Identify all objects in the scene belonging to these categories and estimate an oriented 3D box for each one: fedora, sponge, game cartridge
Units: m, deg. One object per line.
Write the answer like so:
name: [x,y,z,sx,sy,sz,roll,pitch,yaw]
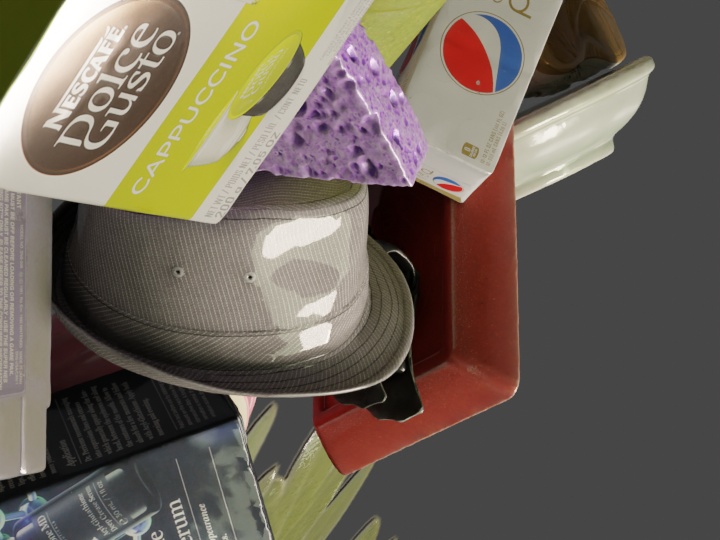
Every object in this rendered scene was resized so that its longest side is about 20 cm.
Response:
fedora: [-0.064,-0.022,1.194,0.177,0.199,0.090,-83,-177,-52]
sponge: [-0.076,-0.088,1.078,0.112,0.200,0.030,57,48,-44]
game cartridge: [-0.196,0.004,1.113,0.130,0.038,0.201,-7,100,-62]

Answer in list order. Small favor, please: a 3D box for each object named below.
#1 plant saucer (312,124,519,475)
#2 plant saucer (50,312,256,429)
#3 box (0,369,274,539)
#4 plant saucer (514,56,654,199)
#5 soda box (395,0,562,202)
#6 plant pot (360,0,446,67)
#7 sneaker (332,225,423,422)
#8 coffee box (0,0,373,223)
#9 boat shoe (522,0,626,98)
plant saucer: [0.025,0.006,1.450,0.037,0.200,0.200,13,155,-28]
plant saucer: [-0.143,0.094,1.390,0.200,0.051,0.201,-22,145,-16]
box: [-0.151,0.153,1.287,0.200,0.107,0.149,-19,115,-9]
plant saucer: [0.111,-0.080,1.564,0.200,0.050,0.200,-25,-178,1]
soda box: [0.074,-0.146,1.383,0.064,0.068,0.200,133,-20,-70]
plant pot: [-0.033,-0.158,1.129,0.200,0.200,0.184,-33,164,-38]
sneaker: [-0.002,-0.001,1.409,0.060,0.104,0.200,25,61,-37]
coffee box: [-0.115,-0.159,0.909,0.200,0.200,0.198,-55,157,12]
boat shoe: [0.122,-0.153,1.599,0.069,0.071,0.200,-31,176,26]
